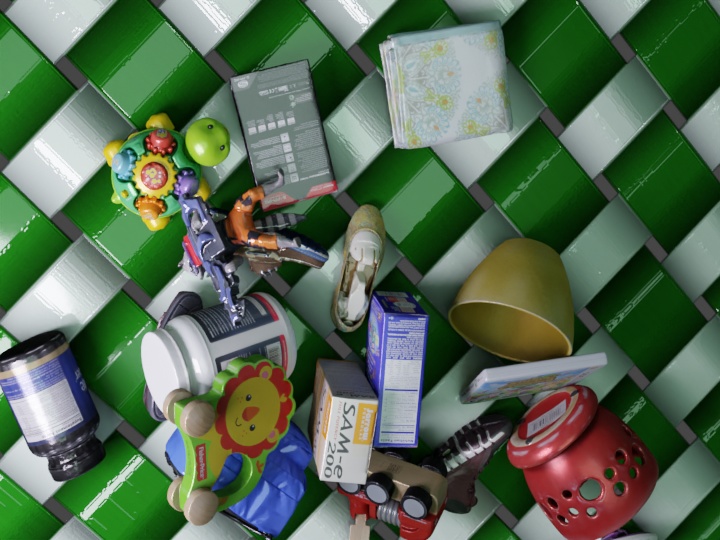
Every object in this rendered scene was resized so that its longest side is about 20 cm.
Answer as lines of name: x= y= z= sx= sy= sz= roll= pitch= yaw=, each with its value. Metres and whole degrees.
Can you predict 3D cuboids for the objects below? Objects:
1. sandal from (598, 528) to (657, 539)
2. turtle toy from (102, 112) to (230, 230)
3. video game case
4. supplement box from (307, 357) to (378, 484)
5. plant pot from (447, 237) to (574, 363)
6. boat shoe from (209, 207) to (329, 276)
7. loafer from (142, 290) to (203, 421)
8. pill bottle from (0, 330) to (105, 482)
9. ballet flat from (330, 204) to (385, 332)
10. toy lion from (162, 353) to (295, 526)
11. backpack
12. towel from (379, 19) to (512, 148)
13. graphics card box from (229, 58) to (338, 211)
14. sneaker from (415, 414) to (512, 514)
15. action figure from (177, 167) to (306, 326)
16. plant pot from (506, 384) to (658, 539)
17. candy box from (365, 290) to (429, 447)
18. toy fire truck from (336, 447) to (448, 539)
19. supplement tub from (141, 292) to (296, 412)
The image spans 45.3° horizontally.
sandal: x=0.423 y=0.473 z=1.510 sx=0.198 sy=0.083 sz=0.051 roll=-9 pitch=58 yaw=-7
turtle toy: x=-0.278 y=-0.153 z=1.255 sx=0.198 sy=0.101 sz=0.147 roll=-32 pitch=104 yaw=-3
video game case: x=0.270 y=0.174 z=1.374 sx=0.195 sy=0.183 sz=0.023 roll=-7 pitch=71 yaw=-9
supplement box: x=-0.031 y=0.223 z=1.312 sx=0.072 sy=0.200 sz=0.129 roll=7 pitch=98 yaw=-11
plant pot: x=0.251 y=0.037 z=1.350 sx=0.197 sy=0.200 sz=0.144 roll=28 pitch=66 yaw=-13
boat shoe: x=-0.146 y=-0.033 z=1.321 sx=0.196 sy=0.072 sz=0.074 roll=19 pitch=101 yaw=-2
loafer: x=-0.297 y=0.125 z=1.322 sx=0.071 sy=0.062 sz=0.205 roll=10 pitch=96 yaw=-44
pill bottle: x=-0.455 y=0.203 z=1.280 sx=0.110 sy=0.112 sz=0.204 roll=-21 pitch=103 yaw=-6
ballet flat: x=0.000 y=0.000 z=1.349 sx=0.069 sy=0.071 sz=0.205 roll=13 pitch=97 yaw=-12
toy lion: x=-0.172 y=0.223 z=1.190 sx=0.189 sy=0.068 sz=0.205 roll=-11 pitch=108 yaw=-40
backpack: x=-0.188 y=0.275 z=1.311 sx=0.199 sy=0.162 sz=0.170 roll=35 pitch=80 yaw=-22
towel: x=0.134 y=-0.287 z=1.334 sx=0.195 sy=0.048 sz=0.175 roll=-10 pitch=104 yaw=-8
graphics card box: x=-0.116 y=-0.204 z=1.301 sx=0.123 sy=0.051 sz=0.204 roll=-15 pitch=103 yaw=-7
sneaker: x=0.186 y=0.332 z=1.442 sx=0.198 sy=0.076 sz=0.116 roll=-33 pitch=109 yaw=8
action figure: x=-0.171 y=-0.028 z=1.237 sx=0.190 sy=0.104 sz=0.204 roll=-20 pitch=84 yaw=15
plant pot: x=0.351 y=0.301 z=1.400 sx=0.199 sy=0.200 sz=0.183 roll=-40 pitch=95 yaw=-1
candy box: x=0.050 y=0.148 z=1.330 sx=0.075 sy=0.169 sz=0.205 roll=4 pitch=100 yaw=-7
toy fire truck: x=0.042 y=0.398 z=1.388 sx=0.173 sy=0.129 sz=0.204 roll=15 pitch=125 yaw=20
supplement tub: x=-0.205 y=0.122 z=1.263 sx=0.197 sy=0.139 sz=0.144 roll=-17 pitch=104 yaw=-35
